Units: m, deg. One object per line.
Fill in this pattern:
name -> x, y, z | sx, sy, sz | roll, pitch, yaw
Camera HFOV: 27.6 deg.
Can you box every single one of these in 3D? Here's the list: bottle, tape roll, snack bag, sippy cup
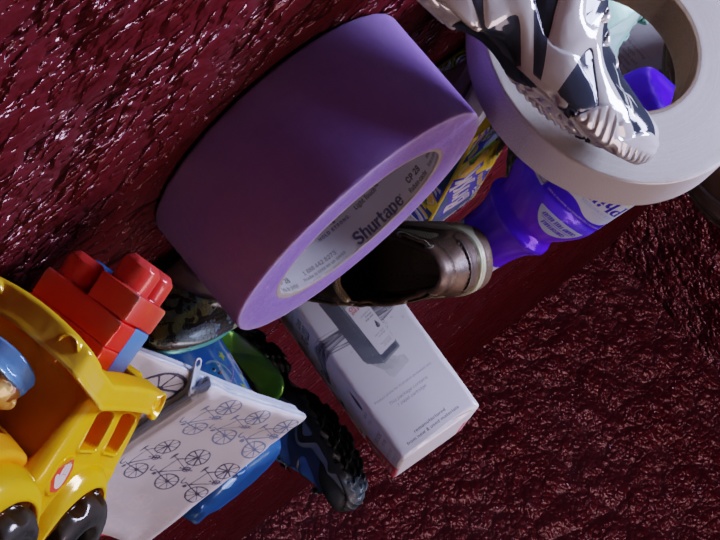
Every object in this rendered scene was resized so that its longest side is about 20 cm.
bottle -> 0.155, -0.066, 1.080 | 0.199, 0.083, 0.066 | -34, -141, 29
tape roll -> -0.026, -0.060, 0.919 | 0.200, 0.085, 0.200 | -41, 170, -8
tape roll -> 0.166, -0.142, 0.955 | 0.202, 0.203, 0.037 | -36, 173, -24
snack bag -> -0.165, 0.121, 1.005 | 0.188, 0.022, 0.199 | -37, 140, 22
sippy cup -> -0.135, 0.121, 1.158 | 0.177, 0.131, 0.140 | -38, 170, -13

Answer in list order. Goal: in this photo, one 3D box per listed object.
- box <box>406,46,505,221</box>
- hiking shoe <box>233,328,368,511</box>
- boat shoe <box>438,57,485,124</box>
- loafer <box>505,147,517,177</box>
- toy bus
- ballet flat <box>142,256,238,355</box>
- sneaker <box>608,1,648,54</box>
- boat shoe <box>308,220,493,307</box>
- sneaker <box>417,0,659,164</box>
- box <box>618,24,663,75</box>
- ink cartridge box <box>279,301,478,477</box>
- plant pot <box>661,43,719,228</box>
box -> 0.072, -0.102, 1.174 | 0.070, 0.064, 0.200 | -37, 170, -20
hiking shoe -> -0.072, 0.139, 1.270 | 0.087, 0.200, 0.074 | -45, 156, 11
boat shoe -> 0.044, -0.108, 1.037 | 0.072, 0.065, 0.200 | -56, -176, -27
loafer -> 0.171, -0.142, 1.143 | 0.075, 0.069, 0.202 | -89, -158, -84
toy bus -> -0.181, 0.065, 0.775 | 0.193, 0.135, 0.200 | -54, 168, 0
ballet flat -> -0.091, -0.001, 1.027 | 0.074, 0.074, 0.200 | -46, 171, 30
sneaker -> 0.187, -0.190, 1.090 | 0.199, 0.073, 0.119 | -23, 132, -37
boat shoe -> -0.001, -0.006, 1.116 | 0.200, 0.076, 0.075 | -6, -171, 38
sneaker -> 0.129, -0.161, 0.844 | 0.130, 0.198, 0.079 | -52, -162, 2
box -> 0.216, -0.186, 1.267 | 0.199, 0.098, 0.125 | -38, 170, -13
ink cartridge box -> 0.005, 0.068, 1.262 | 0.084, 0.201, 0.146 | -33, 169, -10
plant pot -> 0.327, -0.138, 1.154 | 0.200, 0.201, 0.198 | -42, 155, 9
